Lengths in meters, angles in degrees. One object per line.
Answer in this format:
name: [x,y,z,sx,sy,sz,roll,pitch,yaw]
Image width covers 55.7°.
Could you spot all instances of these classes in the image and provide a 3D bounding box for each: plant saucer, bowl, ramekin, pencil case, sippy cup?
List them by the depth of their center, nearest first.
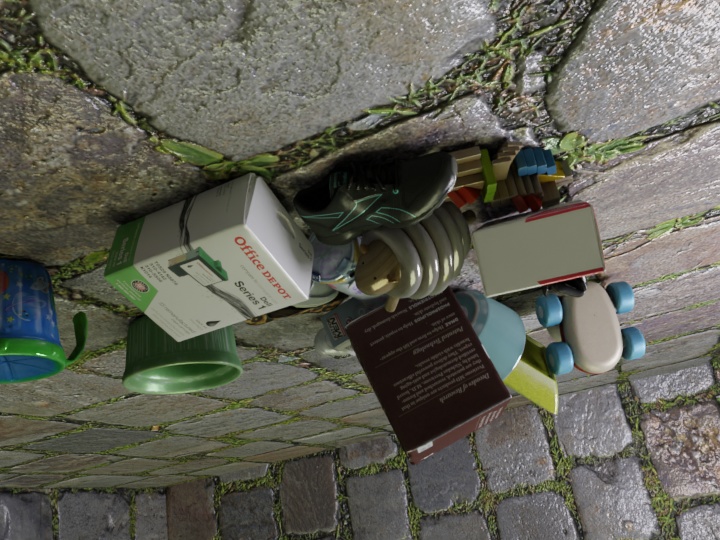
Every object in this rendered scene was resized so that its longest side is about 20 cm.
sippy cup: [-0.443,0.062,0.858,0.137,0.132,0.178,-10,159,3]
pencil case: [0.000,0.000,0.964,0.090,0.084,0.200,21,176,29]
ramekin: [-0.304,0.138,1.162,0.196,0.099,0.201,-9,159,-3]
bowl: [0.188,0.116,1.242,0.199,0.203,0.105,-23,128,31]
plant saucer: [0.308,0.167,1.350,0.198,0.200,0.048,32,112,-7]

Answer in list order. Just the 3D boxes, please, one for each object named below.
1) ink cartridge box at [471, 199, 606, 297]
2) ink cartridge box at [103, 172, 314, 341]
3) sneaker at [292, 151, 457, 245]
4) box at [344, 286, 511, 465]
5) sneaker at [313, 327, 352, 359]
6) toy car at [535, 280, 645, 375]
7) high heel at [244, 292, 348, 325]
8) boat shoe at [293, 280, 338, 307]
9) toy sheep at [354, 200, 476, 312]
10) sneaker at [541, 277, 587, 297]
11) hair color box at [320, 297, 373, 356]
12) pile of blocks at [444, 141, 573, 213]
ink cartridge box: [0.228,-0.033,0.881,0.142,0.086,0.200,-13,-177,15]
ink cartridge box: [-0.173,-0.010,0.806,0.197,0.085,0.146,-18,135,21]
sneaker: [0.013,-0.086,0.762,0.198,0.076,0.079,-22,140,27]
box: [0.097,0.150,1.003,0.162,0.202,0.166,-27,159,-4]
sneaker: [0.014,0.105,1.261,0.197,0.076,0.115,-9,159,-17]
toy car: [0.437,0.121,1.383,0.181,0.180,0.200,-10,172,-6]
high heel: [-0.102,0.037,1.026,0.140,0.073,0.200,-12,173,15]
boat shoe: [-0.100,0.012,0.954,0.199,0.071,0.071,11,173,-37]
toy sheep: [0.070,-0.029,0.844,0.199,0.139,0.138,-34,174,-32]
sneaker: [0.298,0.004,1.075,0.075,0.116,0.200,-7,161,-3]
hair color box: [0.044,0.059,1.097,0.198,0.061,0.099,-32,157,10]
pile of blocks: [0.183,-0.104,0.807,0.197,0.063,0.082,-4,159,-23]
